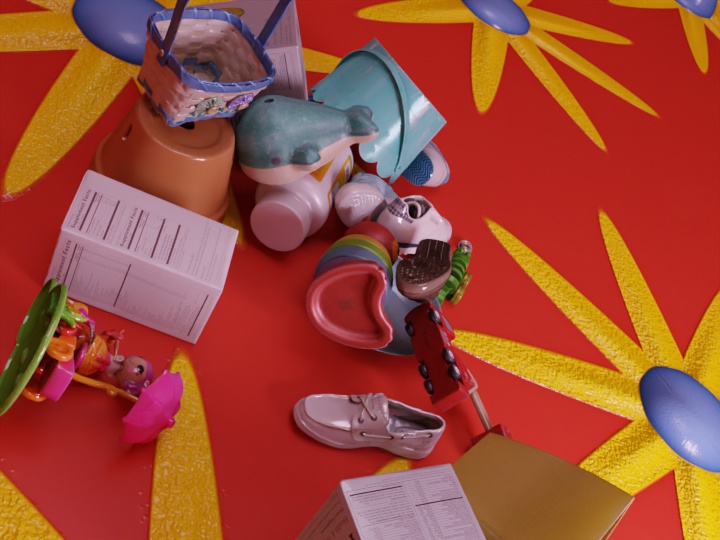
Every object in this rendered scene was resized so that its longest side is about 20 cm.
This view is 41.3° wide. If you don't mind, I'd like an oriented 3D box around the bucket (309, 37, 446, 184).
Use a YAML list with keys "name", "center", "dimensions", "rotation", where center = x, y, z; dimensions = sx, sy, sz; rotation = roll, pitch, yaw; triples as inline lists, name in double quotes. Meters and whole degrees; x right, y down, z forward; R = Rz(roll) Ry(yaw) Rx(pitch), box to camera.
- name: "bucket"
  center: [0.031, -0.257, 1.516]
  dimensions: [0.207, 0.135, 0.207]
  rotation: [47, 9, -10]

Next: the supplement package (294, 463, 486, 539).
- name: "supplement package"
  center: [0.034, 0.338, 0.962]
  dimensions: [0.145, 0.192, 0.202]
  rotation: [-1, 50, -33]

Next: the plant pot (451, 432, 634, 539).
- name: "plant pot"
  center: [0.159, 0.309, 1.087]
  dimensions: [0.176, 0.202, 0.199]
  rotation: [38, 39, 22]

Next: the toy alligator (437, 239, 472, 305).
- name: "toy alligator"
  center: [0.150, -0.008, 1.489]
  dimensions: [0.059, 0.054, 0.201]
  rotation: [34, 40, 0]

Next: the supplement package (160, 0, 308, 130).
- name: "supplement package"
  center: [-0.182, -0.294, 1.408]
  dimensions: [0.197, 0.152, 0.153]
  rotation: [-7, 44, 0]

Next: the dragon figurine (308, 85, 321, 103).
- name: "dragon figurine"
  center: [-0.123, -0.254, 1.544]
  dimensions: [0.098, 0.059, 0.201]
  rotation: [28, 39, -7]

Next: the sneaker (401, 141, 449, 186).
- name: "sneaker"
  center: [0.077, -0.218, 1.643]
  dimensions: [0.080, 0.077, 0.201]
  rotation: [5, 46, -54]

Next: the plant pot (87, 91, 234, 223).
- name: "plant pot"
  center: [-0.255, -0.149, 1.289]
  dimensions: [0.198, 0.141, 0.202]
  rotation: [19, 43, -18]

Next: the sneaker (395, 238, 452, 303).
- name: "sneaker"
  center: [0.091, 0.017, 1.309]
  dimensions: [0.069, 0.077, 0.200]
  rotation: [11, 19, 13]

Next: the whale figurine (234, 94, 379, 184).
- name: "whale figurine"
  center: [-0.077, -0.195, 1.303]
  dimensions: [0.197, 0.105, 0.160]
  rotation: [-15, 34, 1]

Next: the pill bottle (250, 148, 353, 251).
- name: "pill bottle"
  center: [-0.088, -0.118, 1.392]
  dimensions: [0.110, 0.112, 0.201]
  rotation: [30, 40, -4]

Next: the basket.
- name: "basket"
  center: [-0.180, -0.284, 1.205]
  dimensions: [0.175, 0.201, 0.140]
  rotation: [-19, 62, -43]

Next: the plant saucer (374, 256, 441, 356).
- name: "plant saucer"
  center: [0.022, 0.049, 1.360]
  dimensions: [0.198, 0.039, 0.203]
  rotation: [18, 43, -17]

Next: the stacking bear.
- name: "stacking bear"
  center: [0.000, 0.000, 1.282]
  dimensions: [0.112, 0.123, 0.201]
  rotation: [-1, 28, 13]

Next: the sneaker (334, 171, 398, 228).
- name: "sneaker"
  center: [0.000, -0.112, 1.446]
  dimensions: [0.082, 0.074, 0.200]
  rotation: [53, 13, 19]

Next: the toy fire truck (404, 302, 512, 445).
- name: "toy fire truck"
  center: [0.132, 0.152, 1.275]
  dimensions: [0.141, 0.048, 0.202]
  rotation: [39, 26, -47]

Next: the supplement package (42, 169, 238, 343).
- name: "supplement package"
  center: [-0.267, -0.016, 1.168]
  dimensions: [0.198, 0.114, 0.110]
  rotation: [23, 42, -14]

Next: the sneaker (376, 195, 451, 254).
- name: "sneaker"
  center: [0.094, -0.073, 1.476]
  dimensions: [0.076, 0.081, 0.199]
  rotation: [37, 22, 24]

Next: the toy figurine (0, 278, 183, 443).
- name: "toy figurine"
  center: [-0.283, 0.113, 1.051]
  dimensions: [0.183, 0.151, 0.200]
  rotation: [31, 13, -24]

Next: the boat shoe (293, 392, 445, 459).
- name: "boat shoe"
  center: [0.015, 0.182, 1.198]
  dimensions: [0.197, 0.070, 0.071]
  rotation: [13, 45, -23]
